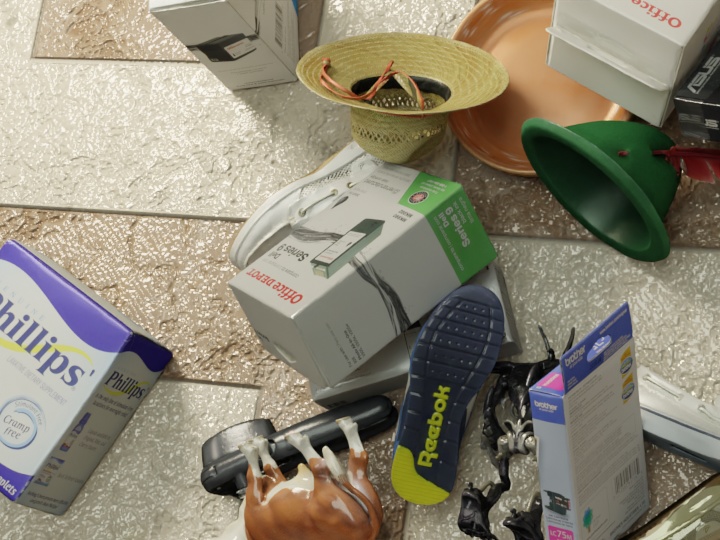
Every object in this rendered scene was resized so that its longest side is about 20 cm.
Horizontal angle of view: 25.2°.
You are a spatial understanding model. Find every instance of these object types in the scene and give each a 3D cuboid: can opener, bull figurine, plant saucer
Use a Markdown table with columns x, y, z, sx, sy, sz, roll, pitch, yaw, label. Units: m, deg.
| x | y | z | sx | sy | sz | roll | pitch | yaw | label |
| --- | --- | --- | --- | --- | --- | --- | --- | --- | --- |
| -0.060 | 0.161 | 1.502 | 0.198 | 0.063 | 0.079 | -21 | 73 | 12 | can opener |
| -0.062 | 0.205 | 1.422 | 0.199 | 0.065 | 0.123 | -17 | 88 | 37 | bull figurine |
| 0.174 | -0.182 | 1.536 | 0.198 | 0.037 | 0.202 | -5 | 73 | 17 | plant saucer |

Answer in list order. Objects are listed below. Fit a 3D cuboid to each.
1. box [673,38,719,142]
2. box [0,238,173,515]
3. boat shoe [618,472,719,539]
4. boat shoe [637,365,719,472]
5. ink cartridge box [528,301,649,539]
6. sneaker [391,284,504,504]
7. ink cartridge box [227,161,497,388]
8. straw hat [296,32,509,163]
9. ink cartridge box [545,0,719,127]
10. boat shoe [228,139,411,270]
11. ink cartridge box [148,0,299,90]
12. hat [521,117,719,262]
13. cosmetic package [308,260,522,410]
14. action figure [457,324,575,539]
| x | y | z | sx | sy | sz | roll | pitch | yaw | label |
| --- | --- | --- | --- | --- | --- | --- | --- | --- | --- |
| 0.389 | -0.182 | 1.391 | 0.160 | 0.049 | 0.200 | 14 | 51 | 42 | box |
| -0.321 | 0.104 | 1.586 | 0.183 | 0.105 | 0.201 | 34 | 87 | 23 | box |
| 0.247 | 0.253 | 1.368 | 0.199 | 0.072 | 0.065 | -38 | 82 | 10 | boat shoe |
| 0.320 | 0.130 | 1.383 | 0.201 | 0.075 | 0.087 | 22 | 79 | 33 | boat shoe |
| 0.191 | 0.137 | 1.340 | 0.042 | 0.119 | 0.202 | 11 | 119 | 37 | ink cartridge box |
| 0.073 | 0.104 | 1.438 | 0.073 | 0.082 | 0.202 | 19 | 101 | 0 | sneaker |
| 0.000 | 0.000 | 1.451 | 0.199 | 0.084 | 0.146 | -38 | 27 | -16 | ink cartridge box |
| 0.036 | -0.148 | 1.501 | 0.199 | 0.201 | 0.086 | 16 | 121 | 22 | straw hat |
| 0.258 | -0.241 | 1.436 | 0.128 | 0.126 | 0.201 | 31 | 66 | 16 | ink cartridge box |
| -0.037 | -0.053 | 1.551 | 0.199 | 0.071 | 0.070 | -38 | 65 | 4 | boat shoe |
| -0.132 | -0.284 | 1.579 | 0.083 | 0.200 | 0.147 | -7 | 73 | 16 | ink cartridge box |
| 0.268 | -0.121 | 1.441 | 0.176 | 0.200 | 0.165 | -46 | 32 | -11 | hat |
| 0.044 | 0.061 | 1.503 | 0.198 | 0.051 | 0.083 | -18 | 69 | 13 | cosmetic package |
| 0.153 | 0.151 | 1.416 | 0.118 | 0.102 | 0.201 | 7 | 57 | 28 | action figure |
